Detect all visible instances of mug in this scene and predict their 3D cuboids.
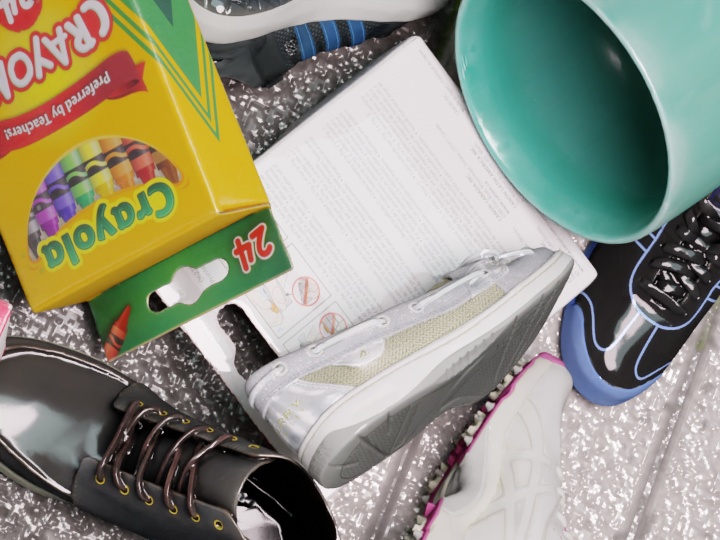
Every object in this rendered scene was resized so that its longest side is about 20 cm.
[{"bbox_3d":[0.135,-0.120,1.372,0.114,0.152,0.186,-32,124,-30],"label":"mug"}]

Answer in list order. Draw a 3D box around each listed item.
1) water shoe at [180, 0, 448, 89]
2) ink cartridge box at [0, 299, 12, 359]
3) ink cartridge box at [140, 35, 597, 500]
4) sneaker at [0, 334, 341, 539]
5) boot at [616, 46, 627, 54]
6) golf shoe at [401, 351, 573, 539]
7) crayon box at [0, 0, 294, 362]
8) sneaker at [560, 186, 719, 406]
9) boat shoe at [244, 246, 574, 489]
[{"bbox_3d":[-0.039,-0.137,1.410,0.199,0.079,0.072,-11,61,-46],"label":"water shoe"},{"bbox_3d":[-0.278,0.052,1.254,0.199,0.084,0.145,22,73,-3],"label":"ink cartridge box"},{"bbox_3d":[0.000,0.000,1.410,0.200,0.050,0.161,-39,95,-18],"label":"ink cartridge box"},{"bbox_3d":[-0.100,0.085,1.320,0.199,0.106,0.075,30,71,-12],"label":"sneaker"},{"bbox_3d":[0.164,-0.190,1.487,0.144,0.201,0.071,-50,144,12],"label":"boot"},{"bbox_3d":[0.073,0.127,1.375,0.091,0.075,0.200,32,51,0],"label":"golf shoe"},{"bbox_3d":[-0.125,-0.067,1.321,0.051,0.127,0.201,-12,77,-59],"label":"crayon box"},{"bbox_3d":[0.174,-0.021,1.458,0.070,0.078,0.201,32,70,-12],"label":"sneaker"},{"bbox_3d":[0.030,0.034,1.339,0.065,0.075,0.202,43,50,17],"label":"boat shoe"}]
